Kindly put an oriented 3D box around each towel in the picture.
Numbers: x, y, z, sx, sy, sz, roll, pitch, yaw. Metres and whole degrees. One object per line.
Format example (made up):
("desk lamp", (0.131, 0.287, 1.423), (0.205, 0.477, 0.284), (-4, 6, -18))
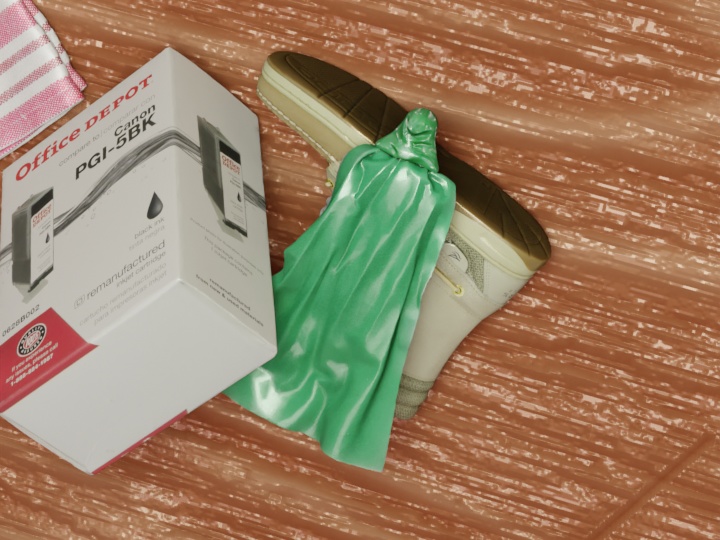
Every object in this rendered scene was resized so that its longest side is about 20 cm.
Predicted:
("towel", (-0.275, -0.152, 1.385), (0.146, 0.030, 0.200), (-31, 97, 22))

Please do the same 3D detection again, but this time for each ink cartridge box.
("ink cartridge box", (-0.131, -0.008, 1.292), (0.147, 0.200, 0.083), (-34, 129, 23))

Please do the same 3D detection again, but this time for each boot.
("boot", (-0.008, -0.019, 1.332), (0.200, 0.072, 0.155), (38, 117, 1))

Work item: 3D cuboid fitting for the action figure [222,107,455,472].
("action figure", (0.000, 0.000, 1.270), (0.118, 0.055, 0.200), (25, 109, 3))
